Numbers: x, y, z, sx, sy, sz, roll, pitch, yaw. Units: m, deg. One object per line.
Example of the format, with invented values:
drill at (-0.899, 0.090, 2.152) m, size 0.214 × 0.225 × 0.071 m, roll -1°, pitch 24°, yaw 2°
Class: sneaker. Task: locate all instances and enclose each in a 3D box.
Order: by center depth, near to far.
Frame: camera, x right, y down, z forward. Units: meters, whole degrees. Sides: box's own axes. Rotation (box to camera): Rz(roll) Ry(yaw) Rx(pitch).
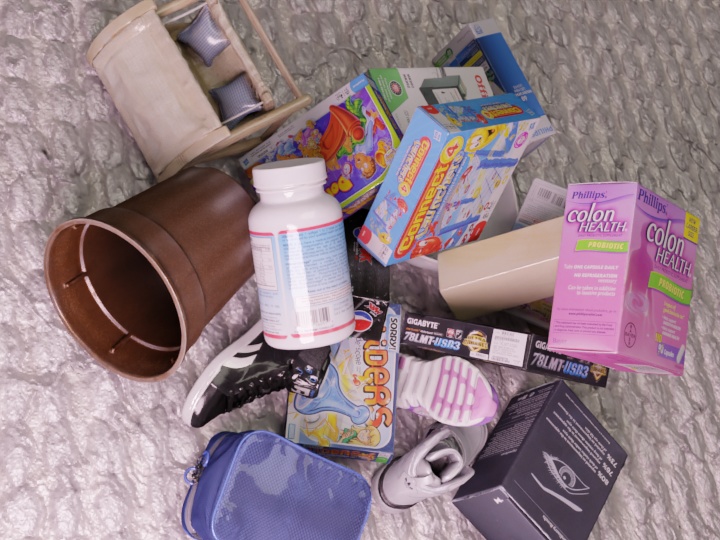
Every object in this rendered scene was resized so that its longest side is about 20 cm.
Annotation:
sneaker at (-0.108, 0.128, 1.395) m, size 0.111 × 0.073 × 0.200 m, roll 34°, pitch 58°, yaw 16°
sneaker at (0.111, 0.229, 1.484) m, size 0.199 × 0.115 × 0.076 m, roll -29°, pitch 87°, yaw -38°
sneaker at (0.107, 0.153, 1.486) m, size 0.088 × 0.199 × 0.081 m, roll 29°, pitch 77°, yaw -36°

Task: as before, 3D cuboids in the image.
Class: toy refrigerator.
toy refrigerator at (0.205, -0.006, 1.547) m, size 0.076 × 0.198 × 0.071 m, roll 53°, pitch 28°, yaw -45°

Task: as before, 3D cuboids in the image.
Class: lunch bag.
lunch bag at (-0.104, 0.261, 1.327) m, size 0.199 × 0.132 × 0.137 m, roll 29°, pitch 70°, yaw -18°

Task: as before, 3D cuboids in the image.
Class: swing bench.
swing bench at (-0.205, -0.239, 1.508) m, size 0.199 × 0.130 × 0.200 m, roll -28°, pitch 84°, yaw -38°

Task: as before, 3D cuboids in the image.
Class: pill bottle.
pill bottle at (-0.068, -0.021, 1.348) m, size 0.108 × 0.108 × 0.203 m, roll -15°, pitch 104°, yaw -36°

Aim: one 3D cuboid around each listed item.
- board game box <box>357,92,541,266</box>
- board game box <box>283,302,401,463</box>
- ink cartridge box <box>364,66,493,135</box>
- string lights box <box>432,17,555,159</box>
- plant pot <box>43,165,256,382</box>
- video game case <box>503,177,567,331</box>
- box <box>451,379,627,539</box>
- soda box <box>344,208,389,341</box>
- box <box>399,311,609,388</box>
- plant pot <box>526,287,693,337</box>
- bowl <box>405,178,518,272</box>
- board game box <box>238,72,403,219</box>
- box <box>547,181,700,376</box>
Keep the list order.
board game box at (0.111, -0.115, 1.487) m, size 0.056 × 0.201 × 0.195 m, roll 42°, pitch 36°, yaw 26°
board game box at (-0.021, 0.130, 1.476) m, size 0.134 × 0.035 × 0.202 m, roll 7°, pitch 62°, yaw -7°
ink cartridge box at (0.094, -0.193, 1.611) m, size 0.198 × 0.084 × 0.147 m, roll -8°, pitch 71°, yaw -34°
string lights box at (0.199, -0.262, 1.791) m, size 0.059 × 0.103 × 0.202 m, roll -20°, pitch 78°, yaw -38°
plant pot at (-0.217, -0.011, 1.358) m, size 0.201 × 0.200 × 0.198 m, roll 50°, pitch 44°, yaw -1°
video game case at (0.283, -0.005, 1.581) m, size 0.198 × 0.024 × 0.184 m, roll 24°, pitch 88°, yaw 22°
box at (0.233, 0.268, 1.544) m, size 0.148 × 0.104 × 0.200 m, roll 48°, pitch 52°, yaw -10°
soda box at (0.000, 0.000, 1.503) m, size 0.070 × 0.064 × 0.201 m, roll 10°, pitch 35°, yaw -5°
box at (0.185, 0.099, 1.514) m, size 0.199 × 0.197 × 0.050 m, roll 15°, pitch 87°, yaw -47°
plant pot at (0.347, 0.022, 1.646) m, size 0.187 × 0.198 × 0.190 m, roll 29°, pitch 53°, yaw -48°
bowl at (0.122, -0.081, 1.672) m, size 0.198 × 0.075 × 0.202 m, roll 10°, pitch 63°, yaw -28°
board game box at (-0.040, -0.135, 1.517) m, size 0.135 × 0.199 × 0.045 m, roll 61°, pitch 15°, yaw 16°
box at (0.321, 0.013, 1.445) m, size 0.175 × 0.096 × 0.203 m, roll 19°, pitch 76°, yaw -48°
